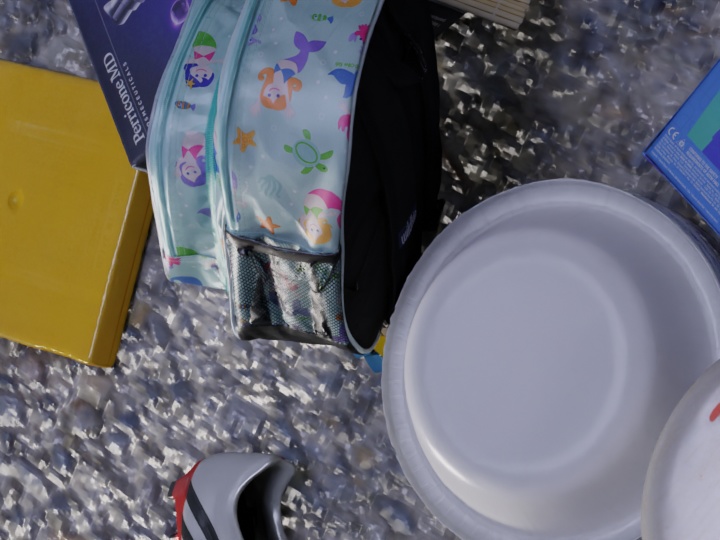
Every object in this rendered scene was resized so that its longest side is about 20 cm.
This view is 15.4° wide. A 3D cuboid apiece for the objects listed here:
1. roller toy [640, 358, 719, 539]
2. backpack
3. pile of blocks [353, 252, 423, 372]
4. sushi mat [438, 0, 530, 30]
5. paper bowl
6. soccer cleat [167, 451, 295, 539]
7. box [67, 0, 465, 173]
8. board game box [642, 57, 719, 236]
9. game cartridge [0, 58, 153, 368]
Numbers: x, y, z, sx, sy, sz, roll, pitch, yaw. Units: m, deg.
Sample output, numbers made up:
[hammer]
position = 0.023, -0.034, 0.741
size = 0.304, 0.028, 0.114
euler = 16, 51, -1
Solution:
[roller toy]
position = 0.230, 0.118, 1.249
size = 0.200, 0.140, 0.183
euler = -4, 80, 31
[backpack]
position = -0.029, -0.077, 1.413
size = 0.150, 0.200, 0.178
euler = 13, 53, 8
[pile of blocks]
position = 0.000, 0.000, 1.534
size = 0.062, 0.082, 0.200
euler = -36, 61, -22
[sushi mat]
position = 0.009, -0.202, 1.478
size = 0.012, 0.200, 0.096
euler = 110, -179, -57
[paper bowl]
position = 0.103, 0.052, 1.377
size = 0.200, 0.104, 0.201
euler = -4, 81, 28
[soccer cleat]
position = -0.069, 0.201, 1.537
size = 0.085, 0.069, 0.200
euler = -17, 67, 40
[box]
position = -0.061, -0.162, 1.575
size = 0.200, 0.104, 0.148
euler = -39, 60, 27
[board game box]
position = 0.256, -0.084, 1.339
size = 0.200, 0.045, 0.152
euler = -52, 54, 20
[game cartridge]
position = -0.214, -0.043, 1.727
size = 0.200, 0.032, 0.177
euler = 16, 91, 38
